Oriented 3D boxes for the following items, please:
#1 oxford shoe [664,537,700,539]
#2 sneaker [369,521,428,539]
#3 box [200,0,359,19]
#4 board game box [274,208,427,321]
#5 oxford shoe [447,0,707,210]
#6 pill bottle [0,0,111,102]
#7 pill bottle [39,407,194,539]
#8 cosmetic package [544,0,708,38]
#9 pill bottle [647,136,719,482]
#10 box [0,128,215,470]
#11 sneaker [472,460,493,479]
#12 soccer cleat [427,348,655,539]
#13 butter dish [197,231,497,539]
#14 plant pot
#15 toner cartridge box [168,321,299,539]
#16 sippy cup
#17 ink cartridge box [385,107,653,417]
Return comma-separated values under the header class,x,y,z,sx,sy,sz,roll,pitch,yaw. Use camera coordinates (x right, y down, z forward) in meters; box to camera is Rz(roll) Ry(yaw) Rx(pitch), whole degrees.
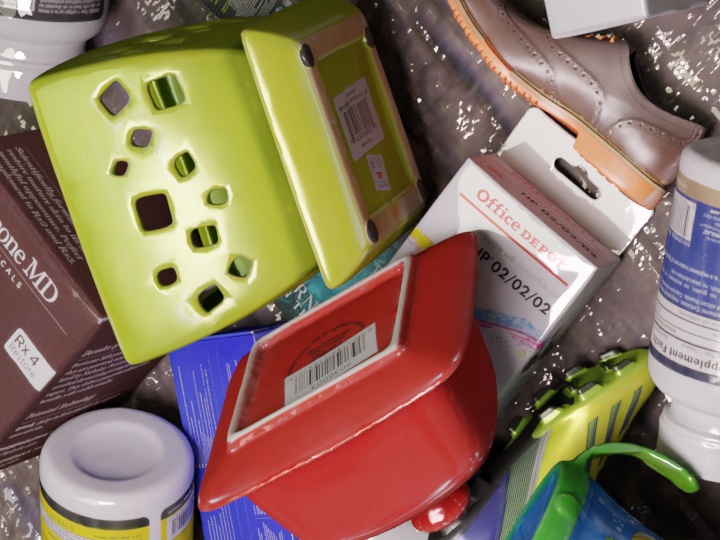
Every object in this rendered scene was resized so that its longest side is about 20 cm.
class,x,y,z,sx,sy,sz,roll,pitch,yaw
oxford shoe,0.153,0.246,1.593,0.199,0.084,0.073,-35,98,9
sneaker,0.038,0.192,1.722,0.115,0.074,0.201,-12,71,1
box,-0.048,-0.259,1.678,0.160,0.044,0.200,43,119,16
board game box,0.000,0.000,1.717,0.135,0.028,0.200,-44,78,31
oxford shoe,0.139,-0.131,1.591,0.200,0.071,0.073,44,102,8
pill bottle,-0.231,-0.229,1.751,0.116,0.116,0.201,18,109,26
pill bottle,-0.179,0.211,1.807,0.112,0.112,0.201,22,128,25
cosmetic package,0.149,-0.253,1.528,0.071,0.101,0.201,-9,96,32
pill bottle,0.240,0.026,1.531,0.110,0.111,0.201,16,109,27
box,-0.239,0.020,1.782,0.166,0.164,0.200,52,121,13
sneaker,0.117,0.165,1.667,0.200,0.080,0.086,40,112,5
soccer cleat,0.130,0.134,1.615,0.200,0.065,0.084,-44,102,-10
butter dish,0.016,0.101,1.543,0.199,0.200,0.148,-29,110,19
plant pot,-0.074,-0.072,1.607,0.180,0.200,0.200,-16,98,21
toner cartridge box,-0.077,0.142,1.773,0.095,0.043,0.201,-7,95,44
sippy cup,0.147,0.206,1.507,0.130,0.140,0.178,28,112,-1
ink cartridge box,0.088,0.004,1.618,0.115,0.068,0.200,40,107,12
